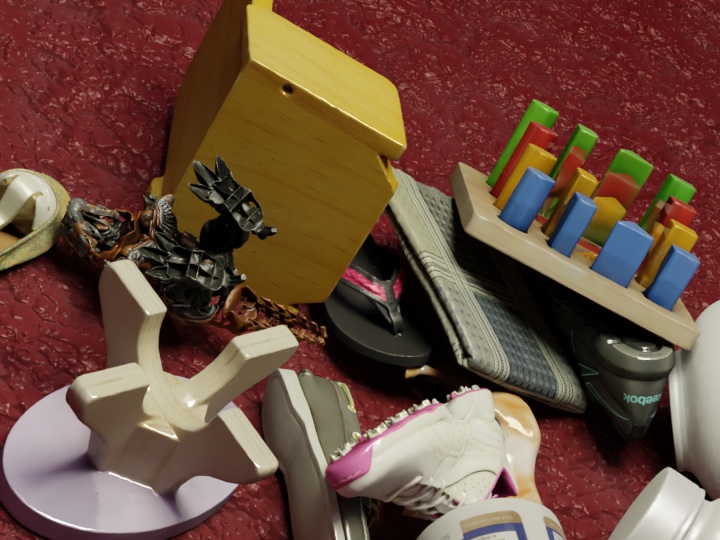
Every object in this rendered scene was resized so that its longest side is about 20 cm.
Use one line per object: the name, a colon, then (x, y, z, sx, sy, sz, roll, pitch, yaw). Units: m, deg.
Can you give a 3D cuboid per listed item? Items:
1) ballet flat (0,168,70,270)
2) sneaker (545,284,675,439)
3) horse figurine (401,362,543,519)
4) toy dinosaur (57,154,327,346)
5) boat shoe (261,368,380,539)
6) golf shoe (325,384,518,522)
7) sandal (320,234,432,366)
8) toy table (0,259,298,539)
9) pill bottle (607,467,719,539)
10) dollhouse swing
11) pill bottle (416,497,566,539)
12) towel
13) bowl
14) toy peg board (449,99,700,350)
ballet flat: (-0.263, -0.034, 1.511, 0.071, 0.071, 0.200, 41, 39, 10)
sneaker: (0.193, 0.066, 1.706, 0.075, 0.079, 0.200, -1, 20, -9)
horse figurine: (0.090, 0.140, 1.582, 0.132, 0.050, 0.200, 14, 44, -13)
toy dinosaur: (-0.118, -0.006, 1.526, 0.200, 0.136, 0.102, 10, 62, -10)
boat shoe: (-0.018, 0.149, 1.480, 0.060, 0.072, 0.202, 5, 42, -24)
golf shoe: (0.050, 0.136, 1.456, 0.200, 0.075, 0.092, -12, 74, -58)
sandal: (0.000, 0.000, 1.647, 0.075, 0.045, 0.200, 1, 40, -27)
toy table: (-0.136, 0.097, 1.419, 0.184, 0.117, 0.200, 44, 39, 14)
pill bottle: (0.280, 0.238, 1.555, 0.200, 0.114, 0.114, 36, 39, 3)
dollhouse swing: (-0.057, -0.110, 1.624, 0.182, 0.200, 0.176, 29, 38, -4)
pill bottle: (0.105, 0.261, 1.414, 0.111, 0.111, 0.200, 10, 44, -26)
towel: (0.087, 0.016, 1.670, 0.193, 0.035, 0.200, 22, 36, -54)
bowl: (0.291, 0.107, 1.678, 0.090, 0.201, 0.201, -4, 40, 10)
toy peg board: (0.185, -0.048, 1.693, 0.200, 0.098, 0.199, 27, 12, -7)
